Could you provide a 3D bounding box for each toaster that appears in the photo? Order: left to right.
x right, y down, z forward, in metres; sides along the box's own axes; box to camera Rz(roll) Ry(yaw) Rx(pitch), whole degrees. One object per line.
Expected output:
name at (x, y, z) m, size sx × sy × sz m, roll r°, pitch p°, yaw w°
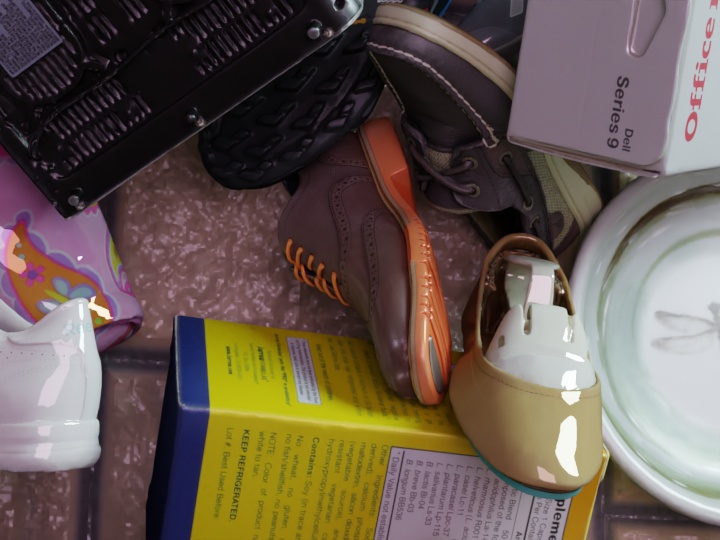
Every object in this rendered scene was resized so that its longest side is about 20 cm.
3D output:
toaster at (-0.119, -0.153, 0.723) m, size 0.180 × 0.119 × 0.200 m, roll -32°, pitch 111°, yaw 20°

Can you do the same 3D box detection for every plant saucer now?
plant saucer at (0.198, 0.038, 0.874) m, size 0.197 × 0.050 × 0.203 m, roll 2°, pitch 78°, yaw -11°

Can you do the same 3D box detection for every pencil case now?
pencil case at (-0.181, -0.043, 0.797) m, size 0.087 × 0.087 × 0.202 m, roll -26°, pitch 84°, yaw -15°

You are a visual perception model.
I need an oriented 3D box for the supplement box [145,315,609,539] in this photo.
supplement box at (0.002, 0.101, 0.772) m, size 0.197 × 0.110 × 0.110 m, roll 8°, pitch 109°, yaw -10°

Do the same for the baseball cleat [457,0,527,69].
baseball cleat at (0.094, -0.158, 0.892) m, size 0.199 × 0.070 × 0.107 m, roll -28°, pitch 73°, yaw -20°

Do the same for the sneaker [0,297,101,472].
sneaker at (-0.205, 0.038, 0.743) m, size 0.198 × 0.075 × 0.090 m, roll 4°, pitch 91°, yaw 18°

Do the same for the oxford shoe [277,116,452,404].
oxford shoe at (0.000, 0.000, 0.792) m, size 0.072 × 0.201 × 0.072 m, roll -14°, pitch 124°, yaw 0°

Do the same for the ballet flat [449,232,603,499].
ballet flat at (0.074, 0.033, 0.739) m, size 0.068 × 0.200 × 0.064 m, roll 10°, pitch 109°, yaw -5°

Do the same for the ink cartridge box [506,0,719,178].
ink cartridge box at (0.161, -0.128, 0.788) m, size 0.087 × 0.199 × 0.147 m, roll 14°, pitch 104°, yaw 30°

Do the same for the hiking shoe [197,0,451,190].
hiking shoe at (-0.004, -0.114, 0.844) m, size 0.074 × 0.087 × 0.200 m, roll 41°, pitch 84°, yaw 12°

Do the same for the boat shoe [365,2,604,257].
boat shoe at (0.059, -0.056, 0.809) m, size 0.071 × 0.201 × 0.066 m, roll 24°, pitch 79°, yaw 40°
